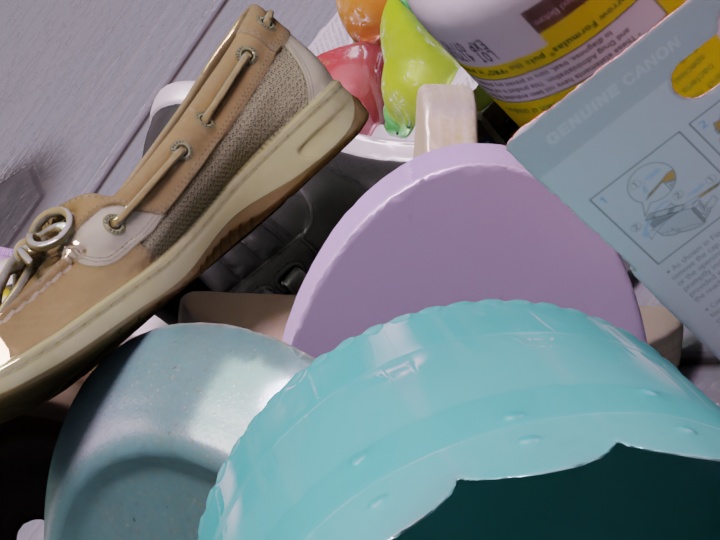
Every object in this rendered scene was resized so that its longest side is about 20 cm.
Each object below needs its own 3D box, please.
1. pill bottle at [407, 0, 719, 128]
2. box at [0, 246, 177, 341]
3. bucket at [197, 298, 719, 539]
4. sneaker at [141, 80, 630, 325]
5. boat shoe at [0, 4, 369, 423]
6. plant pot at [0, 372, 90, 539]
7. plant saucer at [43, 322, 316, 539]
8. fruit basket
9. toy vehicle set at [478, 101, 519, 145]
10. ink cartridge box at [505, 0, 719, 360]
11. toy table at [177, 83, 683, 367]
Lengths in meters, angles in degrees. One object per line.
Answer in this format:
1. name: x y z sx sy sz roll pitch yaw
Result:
1. pill bottle: 0.114 -0.064 1.007 0.109 0.200 0.109 -35 27 21
2. box: -0.076 0.030 1.194 0.039 0.199 0.042 -77 -1 -51
3. bucket: 0.047 0.115 0.860 0.207 0.207 0.135 -43 23 7
4. sneaker: 0.000 0.000 1.157 0.071 0.199 0.100 92 -164 -60
5. boat shoe: -0.080 -0.019 1.040 0.201 0.063 0.073 -42 2 -31
6. plant pot: -0.130 0.122 1.159 0.200 0.200 0.175 -43 4 6
7. plant saucer: -0.040 0.117 0.991 0.199 0.201 0.036 -19 8 44
8. fruit basket: 0.019 -0.086 1.284 0.200 0.093 0.185 -56 22 17
9. toy vehicle set: 0.060 -0.079 1.314 0.124 0.027 0.200 -44 25 6
10. ink cartridge box: 0.157 -0.041 0.908 0.162 0.200 0.057 -38 34 15
11. toy table: 0.031 0.038 1.039 0.117 0.183 0.201 -102 26 -67
